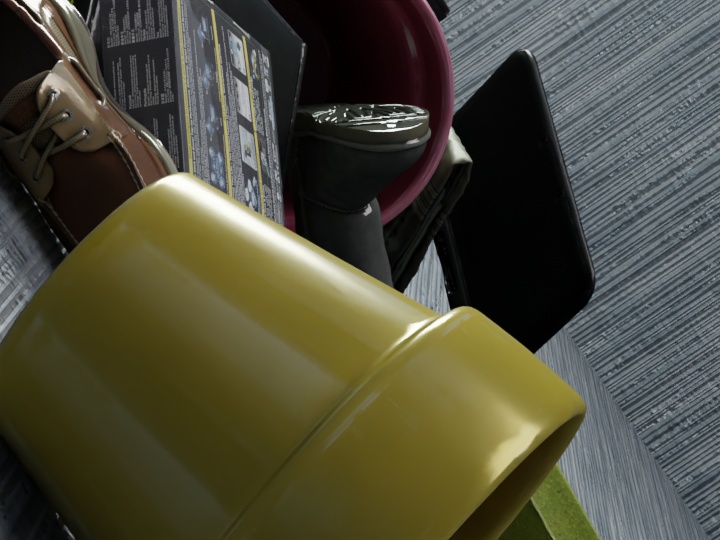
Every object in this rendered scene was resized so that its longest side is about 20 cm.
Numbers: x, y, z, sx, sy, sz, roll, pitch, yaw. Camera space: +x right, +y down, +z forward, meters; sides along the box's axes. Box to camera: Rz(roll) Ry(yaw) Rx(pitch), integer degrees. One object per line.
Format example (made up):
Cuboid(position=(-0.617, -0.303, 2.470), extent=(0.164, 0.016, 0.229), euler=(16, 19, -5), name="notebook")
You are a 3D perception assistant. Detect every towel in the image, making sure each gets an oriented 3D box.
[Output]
Cuboid(position=(0.005, -0.054, 2.006), extent=(0.034, 0.193, 0.200), euler=(16, 31, -30), name="towel")

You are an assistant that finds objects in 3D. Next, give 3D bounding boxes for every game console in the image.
Cuboid(position=(0.114, -0.012, 1.948), extent=(0.176, 0.116, 0.200), euler=(46, 27, -54), name="game console")

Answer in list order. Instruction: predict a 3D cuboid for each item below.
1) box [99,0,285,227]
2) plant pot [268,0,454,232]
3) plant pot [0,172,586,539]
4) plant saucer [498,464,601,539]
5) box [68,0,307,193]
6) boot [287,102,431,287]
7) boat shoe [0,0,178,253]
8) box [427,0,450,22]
Cuboid(position=(-0.085, -0.043, 1.567), extent=(0.161, 0.049, 0.201), euler=(37, 46, -70), name="box")
Cuboid(position=(-0.055, -0.124, 1.930), extent=(0.200, 0.200, 0.179), euler=(54, -7, -16), name="plant pot")
Cuboid(position=(-0.043, 0.069, 1.174), extent=(0.189, 0.201, 0.201), euler=(41, 5, 9), name="plant pot")
Cuboid(position=(0.105, 0.152, 1.965), extent=(0.200, 0.048, 0.200), euler=(44, 14, -55), name="plant saucer")
Cuboid(position=(-0.109, -0.110, 1.681), extent=(0.200, 0.047, 0.194), euler=(47, 42, -41), name="box")
Cuboid(position=(0.002, 0.000, 1.780), extent=(0.182, 0.072, 0.201), euler=(-165, -109, -72), name="boot")
Cuboid(position=(-0.155, -0.069, 1.473), extent=(0.072, 0.076, 0.200), euler=(24, 27, -57), name="boat shoe")
Cuboid(position=(-0.062, -0.189, 2.050), extent=(0.160, 0.200, 0.044), euler=(52, 8, -33), name="box")
